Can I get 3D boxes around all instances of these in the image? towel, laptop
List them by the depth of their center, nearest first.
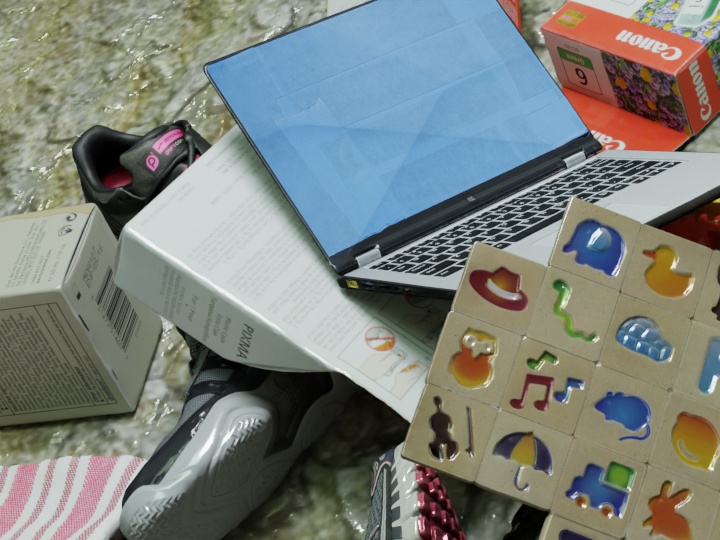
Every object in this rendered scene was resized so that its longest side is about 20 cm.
[{"bbox_3d":[0.062,-0.075,0.950,0.186,0.117,0.199,-26,19,-32],"label":"laptop"},{"bbox_3d":[-0.216,0.148,0.991,0.198,0.030,0.147,-8,30,33],"label":"towel"}]

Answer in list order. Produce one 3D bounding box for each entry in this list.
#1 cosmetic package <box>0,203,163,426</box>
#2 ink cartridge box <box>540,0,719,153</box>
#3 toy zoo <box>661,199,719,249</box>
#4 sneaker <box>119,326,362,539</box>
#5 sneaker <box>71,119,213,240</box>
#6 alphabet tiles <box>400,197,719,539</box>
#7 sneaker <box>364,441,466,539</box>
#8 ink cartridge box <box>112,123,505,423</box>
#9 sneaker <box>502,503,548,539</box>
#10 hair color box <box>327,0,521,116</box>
[{"bbox_3d":[-0.226,0.033,1.105,0.198,0.104,0.073,-6,42,21],"label":"cosmetic package"},{"bbox_3d":[0.167,-0.130,1.109,0.200,0.051,0.109,-43,43,-19],"label":"ink cartridge box"},{"bbox_3d":[0.140,0.009,0.993,0.198,0.021,0.132,6,51,32],"label":"toy zoo"},{"bbox_3d":[-0.076,0.055,1.003,0.113,0.076,0.200,31,58,25],"label":"sneaker"},{"bbox_3d":[-0.100,-0.040,1.130,0.199,0.084,0.077,12,53,37],"label":"sneaker"},{"bbox_3d":[0.125,0.067,0.812,0.198,0.008,0.168,20,74,2],"label":"alphabet tiles"},{"bbox_3d":[0.009,0.160,0.858,0.074,0.081,0.201,-13,42,18],"label":"sneaker"},{"bbox_3d":[0.000,0.000,0.980,0.199,0.047,0.160,34,50,12],"label":"ink cartridge box"},{"bbox_3d":[0.080,0.134,0.832,0.079,0.074,0.201,23,43,-12],"label":"sneaker"},{"bbox_3d":[0.037,-0.117,1.134,0.110,0.064,0.201,-30,35,27],"label":"hair color box"}]
